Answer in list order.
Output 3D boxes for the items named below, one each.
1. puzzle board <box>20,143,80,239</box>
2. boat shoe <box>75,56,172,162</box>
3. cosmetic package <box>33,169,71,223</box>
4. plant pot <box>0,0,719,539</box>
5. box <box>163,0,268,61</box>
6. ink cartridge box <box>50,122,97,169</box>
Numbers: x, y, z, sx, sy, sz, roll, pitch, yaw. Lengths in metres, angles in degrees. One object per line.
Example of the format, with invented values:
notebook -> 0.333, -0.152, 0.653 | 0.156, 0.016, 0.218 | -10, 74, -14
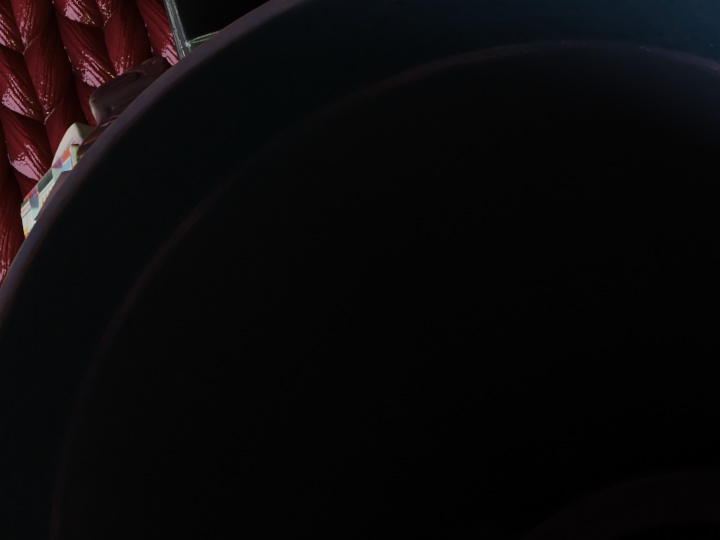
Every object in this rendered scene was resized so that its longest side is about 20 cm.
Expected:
puzzle board -> -0.197, 0.010, 1.709 | 0.200, 0.017, 0.151 | 152, 110, -72
boat shoe -> -0.128, -0.072, 1.641 | 0.073, 0.074, 0.200 | 60, -169, -21
cosmetic package -> -0.055, 0.026, 1.344 | 0.052, 0.151, 0.200 | -71, -37, -51
plant pot -> 0.048, 0.064, 0.545 | 0.188, 0.200, 0.200 | 53, -165, -55
box -> -0.057, -0.135, 1.559 | 0.200, 0.104, 0.148 | 79, 173, -55
ink cartridge box -> -0.092, -0.017, 1.736 | 0.050, 0.200, 0.161 | -60, 40, 25
